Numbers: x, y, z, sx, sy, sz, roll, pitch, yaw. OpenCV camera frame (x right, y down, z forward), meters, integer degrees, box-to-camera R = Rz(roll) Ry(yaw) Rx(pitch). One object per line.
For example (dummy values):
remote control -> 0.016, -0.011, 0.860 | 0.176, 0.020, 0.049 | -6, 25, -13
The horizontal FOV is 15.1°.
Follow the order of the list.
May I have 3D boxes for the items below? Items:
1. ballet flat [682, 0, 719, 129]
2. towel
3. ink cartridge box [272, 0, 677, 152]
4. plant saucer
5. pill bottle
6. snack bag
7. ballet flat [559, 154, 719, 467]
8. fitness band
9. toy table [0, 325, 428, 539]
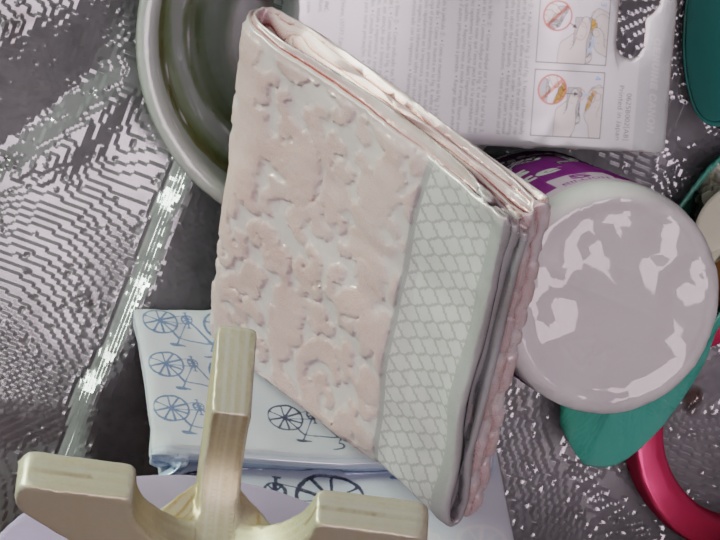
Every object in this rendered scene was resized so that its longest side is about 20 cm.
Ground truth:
ballet flat -> 0.212, -0.175, 1.437 | 0.072, 0.072, 0.201 | -5, 104, -12
towel -> 0.000, 0.000, 1.303 | 0.032, 0.191, 0.201 | -25, 140, -37
ink cartridge box -> 0.057, -0.142, 1.364 | 0.199, 0.057, 0.163 | 1, 99, -19
plant saucer -> -0.019, -0.120, 1.398 | 0.199, 0.050, 0.201 | -2, 99, -13
pill bottle -> 0.097, -0.001, 1.366 | 0.112, 0.200, 0.113 | -2, 99, -13
snack bag -> -0.017, 0.098, 1.377 | 0.188, 0.200, 0.021 | 2, 139, -13
ballet flat -> 0.165, 0.012, 1.444 | 0.067, 0.070, 0.200 | 34, 84, 21
fitness band -> 0.242, 0.093, 1.503 | 0.199, 0.037, 0.144 | 12, 99, -14
toy table -> -0.072, 0.132, 1.253 | 0.199, 0.117, 0.184 | -3, 56, -12
